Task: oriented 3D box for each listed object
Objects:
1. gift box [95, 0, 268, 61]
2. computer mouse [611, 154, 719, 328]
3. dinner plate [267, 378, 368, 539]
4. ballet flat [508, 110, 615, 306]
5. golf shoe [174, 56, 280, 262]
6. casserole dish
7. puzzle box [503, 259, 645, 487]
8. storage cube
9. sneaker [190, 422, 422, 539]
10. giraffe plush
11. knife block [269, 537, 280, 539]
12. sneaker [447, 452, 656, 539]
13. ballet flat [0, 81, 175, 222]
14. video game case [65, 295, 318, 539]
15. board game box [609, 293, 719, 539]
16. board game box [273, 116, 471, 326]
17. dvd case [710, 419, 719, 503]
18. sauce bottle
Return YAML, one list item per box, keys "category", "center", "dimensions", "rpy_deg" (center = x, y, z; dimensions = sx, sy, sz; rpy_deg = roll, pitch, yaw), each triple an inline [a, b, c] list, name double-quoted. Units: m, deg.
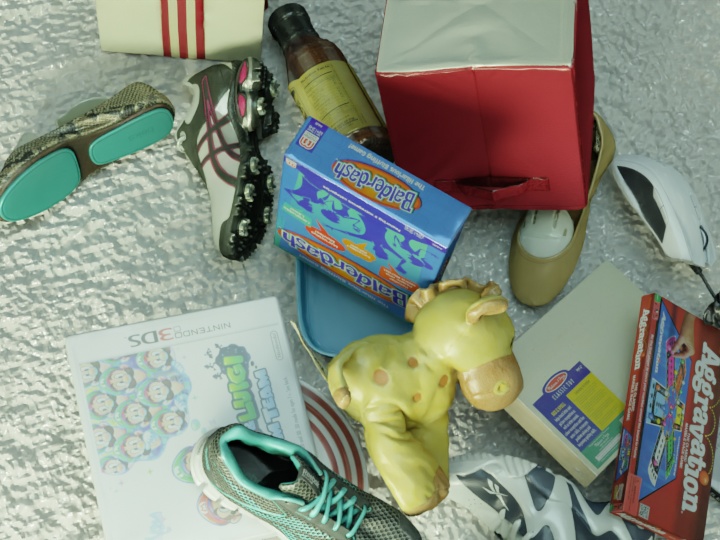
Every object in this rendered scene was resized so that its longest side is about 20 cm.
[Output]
- category: "gift box"
  center: [-0.175, -0.302, 1.485]
  dimensions: [0.200, 0.187, 0.185]
  rpy_deg: [-1, 69, -7]
- category: "computer mouse"
  center: [0.303, -0.038, 1.487]
  dimensions: [0.110, 0.044, 0.200]
  rpy_deg: [-6, 59, -53]
- category: "dinner plate"
  center: [-0.093, 0.177, 1.332]
  dimensions: [0.200, 0.024, 0.200]
  rpy_deg: [3, 70, -8]
- category: "ballet flat"
  center: [0.181, -0.064, 1.495]
  dimensions: [0.069, 0.063, 0.200]
  rpy_deg: [12, 65, 22]
- category: "golf shoe"
  center: [-0.125, -0.099, 1.486]
  dimensions: [0.088, 0.077, 0.200]
  rpy_deg: [-3, 66, 14]
- category: "casserole dish"
  center: [0.000, 0.000, 1.469]
  dimensions: [0.121, 0.039, 0.200]
  rpy_deg: [-1, 69, -6]
- category: "puzzle box"
  center: [0.209, 0.087, 1.429]
  dimensions: [0.133, 0.025, 0.200]
  rpy_deg: [45, 51, 11]
- category: "storage cube"
  center: [0.115, -0.177, 1.431]
  dimensions: [0.171, 0.180, 0.200]
  rpy_deg: [0, 53, 12]
- category: "sneaker"
  center: [-0.041, 0.180, 1.252]
  dimensions: [0.200, 0.091, 0.078]
  rpy_deg: [26, 69, 1]
- category: "giraffe plush"
  center: [0.061, 0.081, 1.325]
  dimensions: [0.162, 0.173, 0.200]
  rpy_deg: [-31, 116, -1]
- category: "knife block"
  center: [-0.150, 0.184, 1.371]
  dimensions: [0.200, 0.064, 0.176]
  rpy_deg: [-27, 74, -14]
- category: "sneaker"
  center: [0.145, 0.243, 1.369]
  dimensions: [0.199, 0.080, 0.130]
  rpy_deg: [24, 60, -7]
- category: "ballet flat"
  center: [-0.266, -0.114, 1.478]
  dimensions: [0.200, 0.068, 0.075]
  rpy_deg: [-34, 54, -22]
- category: "video game case"
  center: [-0.133, 0.131, 1.319]
  dimensions: [0.182, 0.024, 0.200]
  rpy_deg: [-11, 71, -13]
- category: "board game box"
  center: [0.272, 0.131, 1.403]
  dimensions: [0.103, 0.019, 0.200]
  rpy_deg: [27, 63, -32]
- category: "board game box"
  center: [0.004, -0.036, 1.356]
  dimensions: [0.152, 0.200, 0.045]
  rpy_deg: [30, 70, 6]
- category: "dvd case"
  center: [0.380, 0.162, 1.453]
  dimensions: [0.200, 0.025, 0.150]
  rpy_deg: [39, 71, 10]
- category: "sauce bottle"
  center: [-0.031, -0.169, 1.500]
  dimensions: [0.066, 0.066, 0.200]
  rpy_deg: [-18, 54, -12]
